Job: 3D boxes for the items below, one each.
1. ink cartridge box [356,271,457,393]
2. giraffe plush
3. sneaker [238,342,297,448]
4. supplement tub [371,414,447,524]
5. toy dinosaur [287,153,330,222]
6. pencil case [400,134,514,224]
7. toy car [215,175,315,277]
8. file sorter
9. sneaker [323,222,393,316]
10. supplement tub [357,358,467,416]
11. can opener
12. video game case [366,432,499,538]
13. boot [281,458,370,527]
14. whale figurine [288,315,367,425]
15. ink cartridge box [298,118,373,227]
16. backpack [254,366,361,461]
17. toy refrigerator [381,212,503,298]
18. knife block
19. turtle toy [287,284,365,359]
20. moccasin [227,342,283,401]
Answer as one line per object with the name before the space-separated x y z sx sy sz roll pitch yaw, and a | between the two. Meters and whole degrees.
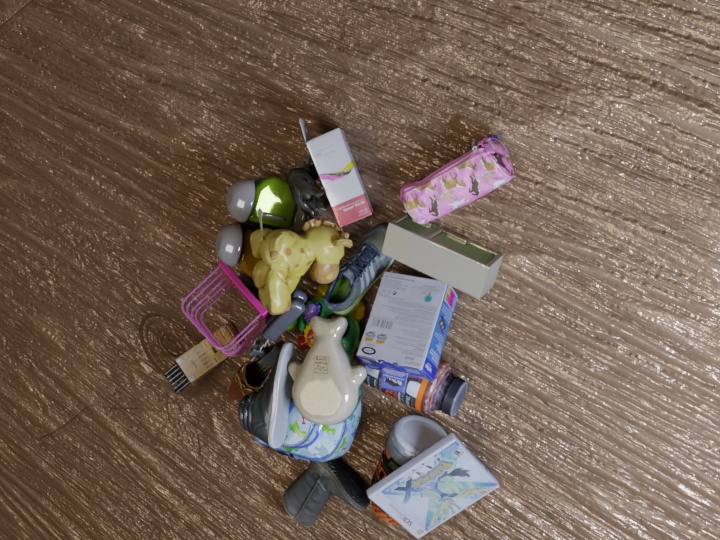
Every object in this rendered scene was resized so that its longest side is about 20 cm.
ink cartridge box | 0.080 0.114 1.352 0.135 0.076 0.202 9 68 29
giraffe plush | -0.103 -0.029 1.352 0.173 0.160 0.202 -119 28 -46
sneaker | -0.184 0.233 1.459 0.098 0.070 0.203 10 90 27
supplement tub | 0.092 0.398 1.487 0.122 0.122 0.202 28 120 20
toy dinosaur | -0.102 -0.146 1.360 0.077 0.200 0.103 -35 99 11
pencil case | 0.160 -0.150 1.270 0.199 0.083 0.087 -28 93 36
toy car | -0.192 -0.093 1.476 0.150 0.173 0.203 44 121 61
file sorter | -0.268 0.089 1.531 0.125 0.200 0.139 -42 82 -9
sneaker | 0.000 0.000 1.402 0.073 0.081 0.201 34 97 15
supplement tub | 0.100 0.200 1.420 0.198 0.107 0.108 23 118 23
can opener | -0.155 0.118 1.468 0.066 0.054 0.200 31 128 -20
video game case | 0.139 0.411 1.420 0.199 0.022 0.183 -36 124 9
boot | -0.082 0.508 1.667 0.182 0.072 0.201 45 119 26
whale figurine | -0.057 0.188 1.422 0.157 0.104 0.203 -1 84 19
ink cartridge box | -0.042 -0.187 1.351 0.067 0.117 0.202 -21 97 5
backpack | -0.111 0.296 1.537 0.197 0.147 0.186 12 82 22
toy refrigerator | 0.144 -0.032 1.327 0.198 0.076 0.071 26 119 22
knife block | -0.364 0.206 1.746 0.199 0.176 0.064 -36 89 -10
turtle toy | -0.086 0.109 1.504 0.198 0.101 0.147 25 119 22
moccasin | -0.235 0.234 1.656 0.201 0.078 0.074 -34 89 36
